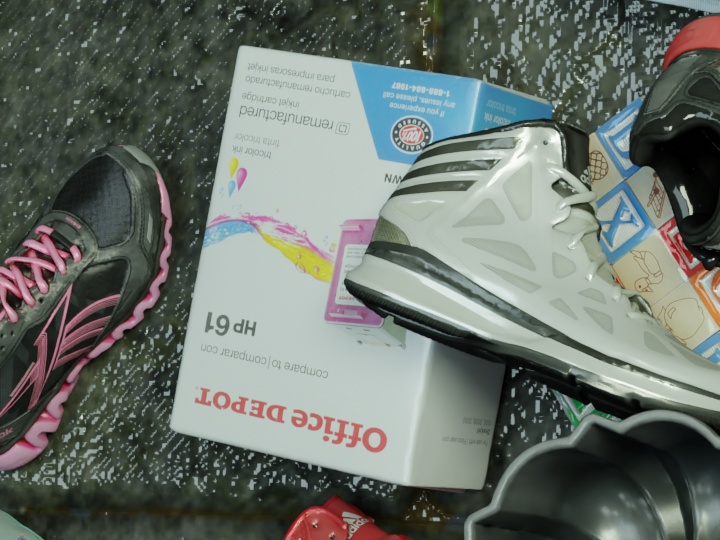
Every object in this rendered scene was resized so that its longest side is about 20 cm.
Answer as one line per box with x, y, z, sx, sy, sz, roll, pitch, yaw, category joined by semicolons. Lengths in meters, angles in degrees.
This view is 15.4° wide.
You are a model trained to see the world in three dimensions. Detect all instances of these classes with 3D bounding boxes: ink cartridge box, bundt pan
0.000;0.000;1.321;0.144;0.085;0.201;10;91;30;ink cartridge box
0.138;0.162;1.160;0.201;0.076;0.203;-3;84;33;bundt pan

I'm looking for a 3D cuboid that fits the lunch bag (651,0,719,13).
0.153;-0.216;1.197;0.199;0.170;0.127;14;49;28;lunch bag

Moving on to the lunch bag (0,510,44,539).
-0.205;0.226;1.382;0.170;0.200;0.122;32;145;29;lunch bag

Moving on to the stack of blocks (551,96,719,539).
0.150;0.035;1.246;0.115;0.058;0.201;-38;68;21;stack of blocks

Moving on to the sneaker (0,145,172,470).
-0.175;0.020;1.414;0.079;0.095;0.201;37;102;29;sneaker

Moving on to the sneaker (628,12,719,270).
0.196;-0.020;1.180;0.200;0.098;0.071;45;142;3;sneaker

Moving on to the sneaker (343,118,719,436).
0.101;-0.005;1.202;0.200;0.076;0.116;23;83;17;sneaker

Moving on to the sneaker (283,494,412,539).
0.026;0.146;1.297;0.200;0.078;0.116;-34;71;21;sneaker
